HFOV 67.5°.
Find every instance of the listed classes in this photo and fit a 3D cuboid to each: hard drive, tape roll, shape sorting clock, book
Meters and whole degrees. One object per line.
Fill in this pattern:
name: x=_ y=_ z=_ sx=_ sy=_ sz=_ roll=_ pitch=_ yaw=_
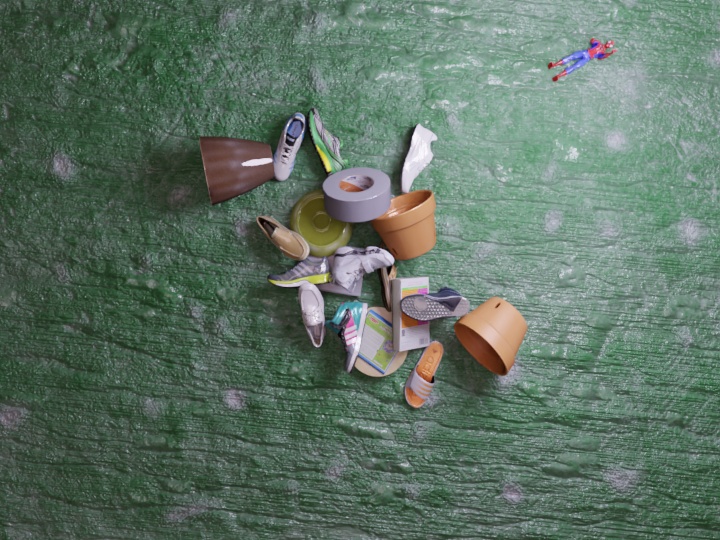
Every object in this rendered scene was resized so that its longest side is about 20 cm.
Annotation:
hard drive: x=-0.084 y=-0.008 z=1.622 sx=0.191 sy=0.033 sz=0.146 roll=8 pitch=93 yaw=0
tape roll: x=-0.010 y=-0.218 z=1.527 sx=0.191 sy=0.203 sz=0.068 roll=-4 pitch=126 yaw=1
shape sorting clock: x=0.051 y=0.214 z=1.628 sx=0.191 sy=0.039 sz=0.209 roll=0 pitch=88 yaw=5
book: x=0.152 y=0.126 z=1.592 sx=0.130 sy=0.047 sz=0.209 roll=-2 pitch=93 yaw=-39

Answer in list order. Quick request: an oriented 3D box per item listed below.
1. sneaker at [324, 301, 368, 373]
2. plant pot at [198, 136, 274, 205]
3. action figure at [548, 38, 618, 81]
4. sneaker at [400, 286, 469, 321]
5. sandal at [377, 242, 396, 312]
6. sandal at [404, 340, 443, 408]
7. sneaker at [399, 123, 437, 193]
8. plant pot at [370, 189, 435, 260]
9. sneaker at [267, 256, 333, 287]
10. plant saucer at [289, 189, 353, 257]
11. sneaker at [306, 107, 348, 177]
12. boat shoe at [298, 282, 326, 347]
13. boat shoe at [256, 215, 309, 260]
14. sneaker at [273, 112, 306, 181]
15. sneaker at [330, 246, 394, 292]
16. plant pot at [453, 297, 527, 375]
sneaker: x=-0.052 y=0.186 z=1.573 sx=0.116 sy=0.084 sz=0.208 roll=12 pitch=82 yaw=-1
plant pot: x=-0.350 y=-0.302 z=1.553 sx=0.192 sy=0.186 sz=0.195 roll=-12 pitch=93 yaw=-14
action figure: x=0.655 y=-0.624 z=1.558 sx=0.194 sy=0.099 sz=0.067 roll=-26 pitch=94 yaw=-1
sneaker: x=0.209 y=0.095 z=1.569 sx=0.193 sy=0.146 sz=0.080 roll=2 pitch=99 yaw=1
sandal: x=0.084 y=0.018 z=1.602 sx=0.052 sy=0.080 sz=0.209 roll=-11 pitch=95 yaw=-8
sandal: x=0.192 y=0.314 z=1.622 sx=0.077 sy=0.059 sz=0.214 roll=22 pitch=93 yaw=0
sneaker: x=0.168 y=-0.324 z=1.588 sx=0.084 sy=0.075 sz=0.207 roll=18 pitch=93 yaw=-5
plant pot: x=0.136 y=-0.126 z=1.547 sx=0.193 sy=0.201 sz=0.144 roll=-21 pitch=110 yaw=2
sneaker: x=-0.178 y=0.006 z=1.579 sx=0.191 sy=0.074 sz=0.085 roll=-6 pitch=86 yaw=-7
plant saucer: x=-0.116 y=-0.145 z=1.598 sx=0.191 sy=0.031 sz=0.209 roll=0 pitch=81 yaw=-1
sneaker: x=-0.101 y=-0.383 z=1.592 sx=0.083 sy=0.078 sz=0.206 roll=-26 pitch=101 yaw=-5
boat shoe: x=-0.135 y=0.133 z=1.569 sx=0.068 sy=0.070 sz=0.206 roll=-11 pitch=122 yaw=3
boat shoe: x=-0.232 y=-0.096 z=1.559 sx=0.197 sy=0.076 sz=0.073 roll=32 pitch=91 yaw=26
sneaker: x=-0.213 y=-0.364 z=1.584 sx=0.069 sy=0.073 sz=0.207 roll=21 pitch=100 yaw=-1
sneaker: x=0.000 y=0.000 z=1.525 sx=0.193 sy=0.075 sz=0.119 roll=4 pitch=65 yaw=31
plant pot: x=0.384 y=0.176 z=1.552 sx=0.140 sy=0.200 sz=0.201 roll=-44 pitch=92 yaw=-14
